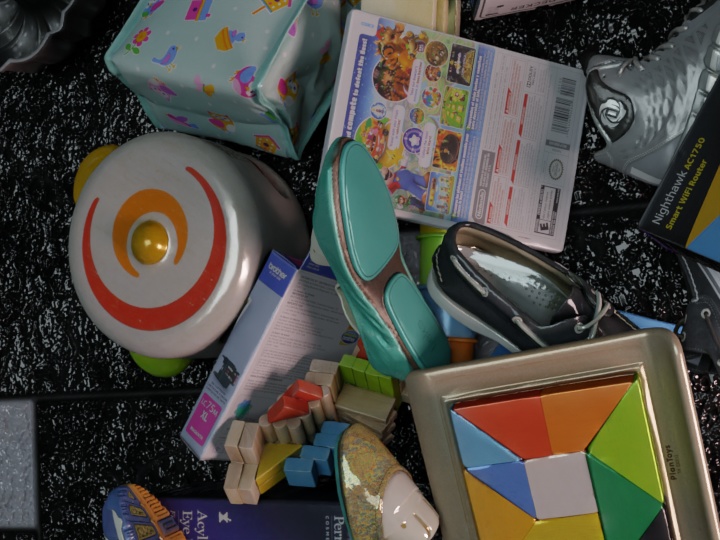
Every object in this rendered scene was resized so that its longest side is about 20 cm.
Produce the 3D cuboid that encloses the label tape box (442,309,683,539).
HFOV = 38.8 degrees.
[{"bbox_3d":[0.155,0.125,0.771,0.142,0.063,0.203,14,93,22],"label":"label tape box"}]

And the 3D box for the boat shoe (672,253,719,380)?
[{"bbox_3d":[0.252,0.055,0.709,0.066,0.070,0.202,-28,58,16],"label":"boat shoe"}]

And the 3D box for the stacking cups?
[{"bbox_3d":[0.066,0.034,0.811,0.060,0.060,0.203,4,87,22],"label":"stacking cups"}]

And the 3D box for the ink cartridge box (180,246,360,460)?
[{"bbox_3d":[-0.054,0.062,0.828,0.042,0.119,0.202,36,102,37],"label":"ink cartridge box"}]

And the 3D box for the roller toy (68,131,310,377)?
[{"bbox_3d":[-0.146,-0.021,0.860,0.180,0.139,0.203,-15,81,20],"label":"roller toy"}]

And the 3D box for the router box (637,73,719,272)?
[{"bbox_3d":[0.291,-0.083,0.654,0.149,0.051,0.202,30,92,47],"label":"router box"}]

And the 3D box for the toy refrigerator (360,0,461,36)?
[{"bbox_3d":[0.044,-0.185,0.827,0.069,0.076,0.203,2,87,22],"label":"toy refrigerator"}]

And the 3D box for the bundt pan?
[{"bbox_3d":[-0.322,-0.283,0.981,0.199,0.076,0.205,-1,87,23],"label":"bundt pan"}]

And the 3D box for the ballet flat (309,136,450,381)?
[{"bbox_3d":[0.000,0.000,0.739,0.070,0.067,0.202,-3,122,38],"label":"ballet flat"}]

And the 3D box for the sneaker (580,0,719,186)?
[{"bbox_3d":[0.223,-0.164,0.752,0.114,0.075,0.203,21,96,20],"label":"sneaker"}]

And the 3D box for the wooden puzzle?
[{"bbox_3d":[0.137,0.146,0.703,0.197,0.037,0.188,-11,97,23],"label":"wooden puzzle"}]

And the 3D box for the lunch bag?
[{"bbox_3d":[-0.088,-0.213,0.855,0.169,0.122,0.202,16,70,28],"label":"lunch bag"}]

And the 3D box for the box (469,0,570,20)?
[{"bbox_3d":[0.125,-0.308,0.790,0.115,0.060,0.203,-10,83,-1],"label":"box"}]

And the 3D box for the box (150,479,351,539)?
[{"bbox_3d":[-0.070,0.252,0.834,0.197,0.104,0.150,-5,85,22],"label":"box"}]

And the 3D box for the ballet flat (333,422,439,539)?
[{"bbox_3d":[0.031,0.207,0.747,0.070,0.071,0.203,-6,101,21],"label":"ballet flat"}]

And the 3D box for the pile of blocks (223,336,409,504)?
[{"bbox_3d":[-0.024,0.107,0.793,0.199,0.063,0.082,-39,53,-21],"label":"pile of blocks"}]

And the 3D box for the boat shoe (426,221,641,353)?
[{"bbox_3d":[0.139,0.033,0.728,0.198,0.061,0.076,26,53,8],"label":"boat shoe"}]

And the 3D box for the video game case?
[{"bbox_3d":[0.073,-0.103,0.776,0.197,0.018,0.145,11,86,-14],"label":"video game case"}]

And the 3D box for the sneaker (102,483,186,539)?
[{"bbox_3d":[-0.165,0.267,0.775,0.087,0.075,0.202,-29,76,19],"label":"sneaker"}]
